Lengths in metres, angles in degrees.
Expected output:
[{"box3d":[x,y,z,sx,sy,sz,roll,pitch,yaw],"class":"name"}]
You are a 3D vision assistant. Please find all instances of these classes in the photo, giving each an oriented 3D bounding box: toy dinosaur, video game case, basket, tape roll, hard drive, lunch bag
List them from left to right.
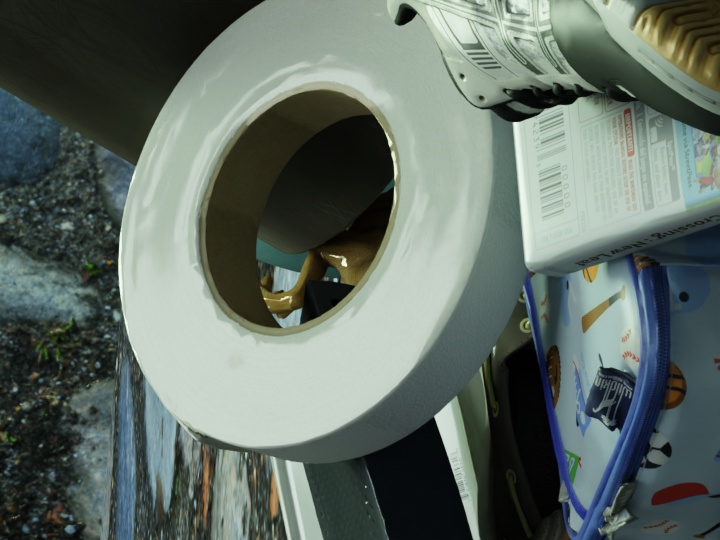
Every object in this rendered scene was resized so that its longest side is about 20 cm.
[{"box3d":[-0.074,-0.111,0.992,0.181,0.200,0.136,-57,23,-19],"class":"basket"},{"box3d":[-0.017,-0.021,0.866,0.202,0.037,0.204,-13,68,36],"class":"tape roll"},{"box3d":[0.000,0.000,1.015,0.106,0.060,0.201,-32,23,29],"class":"toy dinosaur"},{"box3d":[0.013,0.116,0.901,0.135,0.042,0.201,102,154,-60],"class":"hard drive"},{"box3d":[0.107,0.007,0.819,0.161,0.075,0.201,104,165,-52],"class":"lunch bag"},{"box3d":[0.116,-0.116,0.708,0.181,0.022,0.202,-21,67,47],"class":"video game case"}]

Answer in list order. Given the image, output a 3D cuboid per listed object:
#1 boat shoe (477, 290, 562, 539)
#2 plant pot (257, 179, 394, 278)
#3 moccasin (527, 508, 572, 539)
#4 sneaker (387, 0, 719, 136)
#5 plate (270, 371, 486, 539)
[{"box3d":[0.083,0.039,0.939,0.059,0.071,0.202,157,112,-68],"class":"boat shoe"},{"box3d":[-0.037,-0.080,1.220,0.200,0.134,0.202,-14,-90,-88],"class":"plant pot"},{"box3d":[0.096,0.198,0.863,0.074,0.077,0.203,-23,-69,-86],"class":"moccasin"},{"box3d":[0.075,-0.082,0.693,0.200,0.075,0.088,47,134,47],"class":"sneaker"},{"box3d":[0.019,0.114,1.038,0.199,0.032,0.201,-24,73,46],"class":"plate"}]
